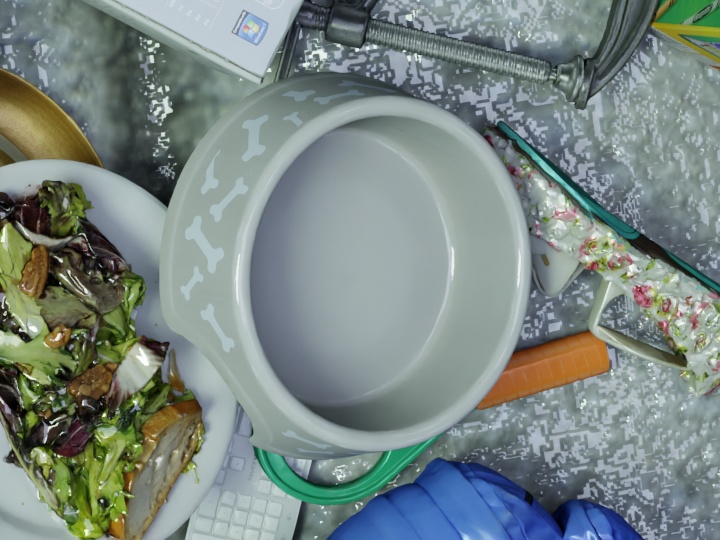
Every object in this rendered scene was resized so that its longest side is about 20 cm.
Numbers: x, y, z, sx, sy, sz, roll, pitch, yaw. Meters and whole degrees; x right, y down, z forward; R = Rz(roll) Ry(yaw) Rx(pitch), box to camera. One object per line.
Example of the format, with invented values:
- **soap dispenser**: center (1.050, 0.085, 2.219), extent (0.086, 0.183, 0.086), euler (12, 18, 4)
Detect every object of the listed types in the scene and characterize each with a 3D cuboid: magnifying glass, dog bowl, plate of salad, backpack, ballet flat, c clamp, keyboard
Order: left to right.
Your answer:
- **plate of salad**: center (-0.135, 0.043, 1.146), extent (0.200, 0.048, 0.200), euler (8, 76, -36)
- **keyboard**: center (-0.045, 0.059, 1.275), extent (0.056, 0.011, 0.200), euler (13, 94, -11)
- **dog bowl**: center (0.000, 0.000, 1.189), extent (0.200, 0.059, 0.200), euler (-3, 95, -33)
- **magnifying glass**: center (0.038, 0.070, 1.281), extent (0.200, 0.022, 0.080), euler (-15, 101, -10)
- **c clamp**: center (0.057, -0.138, 1.253), extent (0.200, 0.027, 0.171), euler (8, 85, 1)
- **backpack**: center (0.078, 0.189, 1.240), extent (0.168, 0.163, 0.200), euler (-39, 89, -9)
- **ballet flat**: center (0.132, 0.001, 1.270), extent (0.200, 0.076, 0.064), euler (36, 97, -10)

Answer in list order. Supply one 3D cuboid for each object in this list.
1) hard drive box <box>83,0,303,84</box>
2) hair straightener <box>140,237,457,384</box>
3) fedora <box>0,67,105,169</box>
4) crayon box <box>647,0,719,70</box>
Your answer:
- **hard drive box**: center (-0.128, -0.171, 1.160), extent (0.200, 0.156, 0.077), euler (27, 91, -13)
- **hair straightener**: center (-0.044, 0.004, 1.239), extent (0.200, 0.041, 0.077), euler (-19, 101, -11)
- **fedora**: center (-0.211, -0.011, 1.199), extent (0.200, 0.082, 0.201), euler (-1, 96, -10)
- **crayon box**: center (0.226, -0.122, 1.207), extent (0.119, 0.200, 0.058), euler (25, 92, -12)
